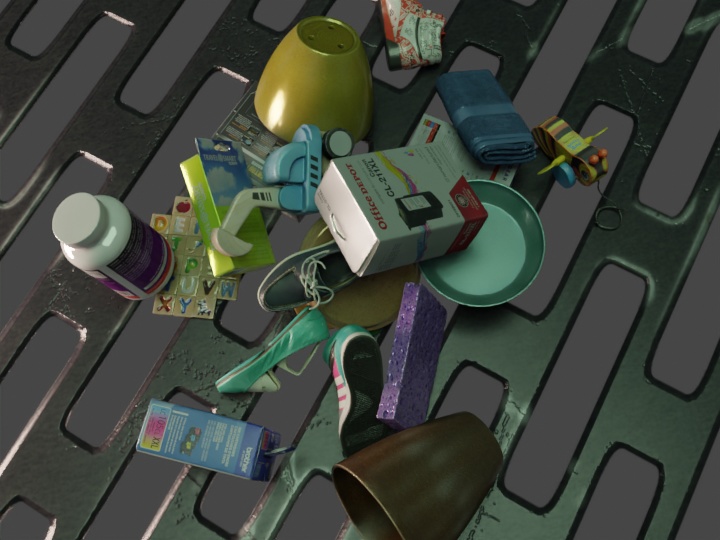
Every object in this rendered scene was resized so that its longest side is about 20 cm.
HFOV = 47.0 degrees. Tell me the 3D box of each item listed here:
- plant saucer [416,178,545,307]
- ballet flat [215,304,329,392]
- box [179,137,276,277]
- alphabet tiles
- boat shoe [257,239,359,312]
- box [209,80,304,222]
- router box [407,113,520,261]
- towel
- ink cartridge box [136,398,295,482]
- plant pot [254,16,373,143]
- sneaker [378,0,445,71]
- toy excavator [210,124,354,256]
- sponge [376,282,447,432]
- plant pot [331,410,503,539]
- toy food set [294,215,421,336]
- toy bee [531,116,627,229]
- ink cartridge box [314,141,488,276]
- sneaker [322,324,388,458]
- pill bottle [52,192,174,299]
[{"bbox_3d":[0.176,-0.038,1.243,0.196,0.036,0.204,-1,71,3],"label":"plant saucer"},{"bbox_3d":[-0.125,0.137,1.221,0.199,0.067,0.071,-39,86,8],"label":"ballet flat"},{"bbox_3d":[-0.203,-0.096,1.265,0.047,0.121,0.203,-19,85,27],"label":"box"},{"bbox_3d":[-0.268,-0.023,1.331,0.163,0.006,0.204,5,71,6],"label":"alphabet tiles"},{"bbox_3d":[-0.056,0.007,1.186,0.197,0.062,0.076,-23,109,-3],"label":"boat shoe"},{"bbox_3d":[-0.137,-0.197,1.363,0.198,0.048,0.160,31,76,14],"label":"box"},{"bbox_3d":[0.141,-0.127,1.322,0.177,0.049,0.202,24,73,11],"label":"router box"},{"bbox_3d":[0.195,-0.242,1.318,0.110,0.049,0.202,-5,49,-17],"label":"towel"},{"bbox_3d":[-0.193,0.245,1.162,0.196,0.137,0.078,14,76,8],"label":"ink cartridge box"},{"bbox_3d":[-0.064,-0.312,1.312,0.196,0.143,0.202,7,48,-8],"label":"plant pot"},{"bbox_3d":[0.088,-0.442,1.430,0.106,0.067,0.205,-7,73,0],"label":"sneaker"},{"bbox_3d":[-0.118,-0.117,1.211,0.197,0.100,0.198,2,90,-22],"label":"toy excavator"},{"bbox_3d":[0.078,0.132,1.200,0.029,0.111,0.203,2,68,29],"label":"sponge"},{"bbox_3d":[0.092,0.285,1.124,0.199,0.188,0.188,-33,71,-23],"label":"plant pot"},{"bbox_3d":[0.000,0.000,1.250,0.194,0.049,0.204,8,96,-9],"label":"toy food set"},{"bbox_3d":[0.352,-0.178,1.298,0.198,0.109,0.132,33,73,14],"label":"toy bee"},{"bbox_3d":[0.057,-0.090,1.160,0.198,0.083,0.147,-14,63,-33],"label":"ink cartridge box"},{"bbox_3d":[-0.010,0.167,1.211,0.082,0.121,0.204,-3,109,-10],"label":"sneaker"},{"bbox_3d":[-0.367,-0.038,1.232,0.110,0.200,0.114,-6,68,14],"label":"pill bottle"}]
